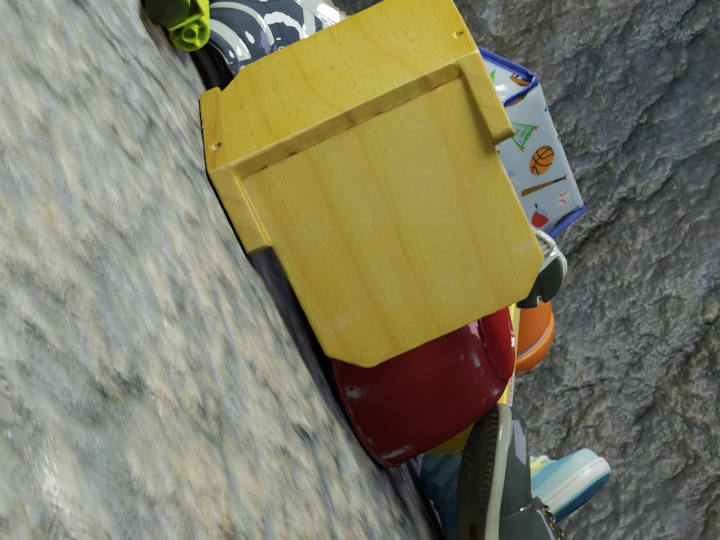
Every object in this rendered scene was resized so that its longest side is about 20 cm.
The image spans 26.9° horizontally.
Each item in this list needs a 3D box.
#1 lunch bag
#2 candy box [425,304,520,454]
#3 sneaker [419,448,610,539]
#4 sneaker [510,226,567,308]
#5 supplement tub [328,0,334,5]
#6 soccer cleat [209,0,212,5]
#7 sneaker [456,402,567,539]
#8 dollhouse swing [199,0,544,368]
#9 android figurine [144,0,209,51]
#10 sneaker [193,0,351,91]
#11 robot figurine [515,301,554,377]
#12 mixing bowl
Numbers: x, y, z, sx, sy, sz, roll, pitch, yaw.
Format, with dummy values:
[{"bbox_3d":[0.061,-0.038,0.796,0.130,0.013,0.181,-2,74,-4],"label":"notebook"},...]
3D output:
[{"bbox_3d":[0.074,-0.112,1.309,0.200,0.124,0.170,38,-19,43],"label":"lunch bag"},{"bbox_3d":[0.086,0.063,1.317,0.026,0.102,0.200,56,37,-60],"label":"candy box"},{"bbox_3d":[0.122,0.176,1.321,0.079,0.200,0.131,-15,70,-46],"label":"sneaker"},{"bbox_3d":[0.067,-0.030,1.132,0.200,0.075,0.087,29,12,15],"label":"sneaker"},{"bbox_3d":[-0.049,-0.171,1.403,0.107,0.107,0.200,34,34,-79],"label":"supplement tub"},{"bbox_3d":[-0.068,-0.150,1.239,0.065,0.084,0.200,6,62,-84],"label":"soccer cleat"},{"bbox_3d":[0.139,0.210,1.225,0.075,0.106,0.200,172,-78,-71],"label":"sneaker"},{"bbox_3d":[0.015,-0.066,1.083,0.182,0.200,0.176,-105,168,-58],"label":"dollhouse swing"},{"bbox_3d":[-0.156,-0.252,1.090,0.200,0.041,0.182,-104,168,-56],"label":"android figurine"},{"bbox_3d":[-0.041,-0.154,1.182,0.200,0.109,0.070,35,-23,1],"label":"sneaker"},{"bbox_3d":[0.126,0.025,1.463,0.144,0.116,0.200,-86,161,-49],"label":"robot figurine"},{"bbox_3d":[0.058,0.049,1.198,0.200,0.108,0.201,-13,90,-71],"label":"mixing bowl"}]
